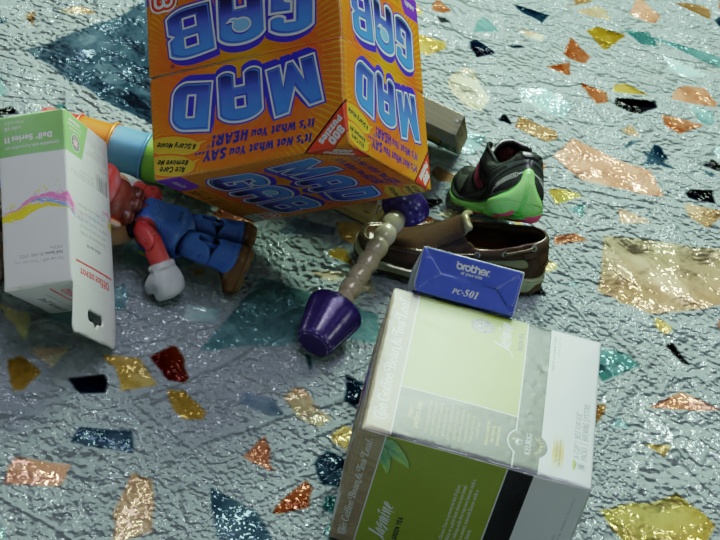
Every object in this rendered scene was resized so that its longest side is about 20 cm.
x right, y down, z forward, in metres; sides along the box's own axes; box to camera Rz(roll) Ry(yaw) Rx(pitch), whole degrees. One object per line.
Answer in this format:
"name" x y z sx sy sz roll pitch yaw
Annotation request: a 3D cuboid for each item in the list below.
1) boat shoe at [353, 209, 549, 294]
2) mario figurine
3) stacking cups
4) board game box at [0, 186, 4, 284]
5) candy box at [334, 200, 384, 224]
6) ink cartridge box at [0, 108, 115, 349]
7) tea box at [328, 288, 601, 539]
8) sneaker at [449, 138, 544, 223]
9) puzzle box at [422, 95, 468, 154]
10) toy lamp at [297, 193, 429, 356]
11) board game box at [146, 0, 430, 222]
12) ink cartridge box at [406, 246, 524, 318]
"boat shoe" 0.097 -0.033 1.753 0.202 0.075 0.075 7 37 -12
"mario figurine" -0.208 -0.033 1.665 0.200 0.106 0.123 21 -1 -10
"stacking cups" -0.239 -0.119 1.767 0.200 0.061 0.061 14 36 5
"board game box" -0.414 -0.015 1.524 0.159 0.097 0.200 19 36 5
"candy box" -0.051 -0.143 1.809 0.200 0.116 0.055 26 37 14
"ink cartridge box" -0.271 -0.031 1.535 0.067 0.117 0.200 -7 77 10
"tea box" 0.093 0.143 1.471 0.196 0.134 0.200 16 36 0
"sneaker" 0.153 -0.096 1.807 0.077 0.084 0.200 14 1 -18
"puzzle box" 0.052 -0.174 1.860 0.133 0.025 0.200 25 0 4
"toy lamp" 0.000 0.000 1.658 0.058 0.058 0.200 24 54 11
"board game box" -0.067 -0.176 1.636 0.200 0.200 0.200 -9 -13 22
"ink cartridge box" 0.093 0.019 1.609 0.094 0.044 0.200 15 -6 0
